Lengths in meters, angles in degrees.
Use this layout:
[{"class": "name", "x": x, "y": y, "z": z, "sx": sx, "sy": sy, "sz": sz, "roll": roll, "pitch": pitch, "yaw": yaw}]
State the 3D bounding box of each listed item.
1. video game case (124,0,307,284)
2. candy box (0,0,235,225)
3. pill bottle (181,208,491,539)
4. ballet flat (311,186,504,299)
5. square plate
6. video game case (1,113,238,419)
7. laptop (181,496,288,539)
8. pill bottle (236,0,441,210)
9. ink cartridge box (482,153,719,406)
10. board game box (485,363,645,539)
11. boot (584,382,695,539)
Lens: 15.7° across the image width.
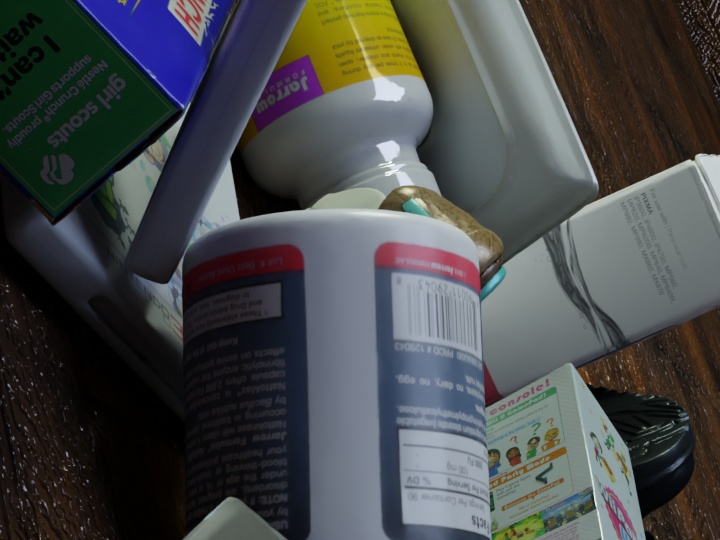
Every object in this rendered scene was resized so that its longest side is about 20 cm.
[{"class": "video game case", "x": -0.035, "y": -0.113, "z": 1.058, "sx": 0.024, "sy": 0.200, "sz": 0.182, "roll": 25, "pitch": 23, "yaw": -6}, {"class": "candy box", "x": -0.144, "y": -0.140, "z": 0.991, "sx": 0.200, "sy": 0.077, "sz": 0.169, "roll": 45, "pitch": 22, "yaw": -14}, {"class": "pill bottle", "x": -0.009, "y": 0.086, "z": 1.014, "sx": 0.120, "sy": 0.119, "sz": 0.200, "roll": 31, "pitch": 54, "yaw": -64}, {"class": "ballet flat", "x": 0.000, "y": 0.000, "z": 1.180, "sx": 0.072, "sy": 0.068, "sz": 0.200, "roll": 50, "pitch": -19, "yaw": -4}, {"class": "square plate", "x": 0.026, "y": -0.086, "z": 1.407, "sx": 0.028, "sy": 0.198, "sz": 0.200, "roll": -11, "pitch": 72, "yaw": -39}, {"class": "video game case", "x": -0.099, "y": -0.036, "z": 1.120, "sx": 0.182, "sy": 0.024, "sz": 0.200, "roll": 50, "pitch": 20, "yaw": -43}, {"class": "laptop", "x": -0.031, "y": 0.214, "z": 0.872, "sx": 0.187, "sy": 0.116, "sz": 0.200, "roll": -41, "pitch": 134, "yaw": -53}, {"class": "pill bottle", "x": -0.027, "y": -0.109, "z": 1.361, "sx": 0.200, "sy": 0.104, "sz": 0.104, "roll": 67, "pitch": 15, "yaw": 14}, {"class": "ink cartridge box", "x": 0.131, "y": 0.010, "z": 1.510, "sx": 0.085, "sy": 0.200, "sz": 0.146, "roll": 65, "pitch": 15, "yaw": 4}, {"class": "board game box", "x": 0.051, "y": 0.149, "z": 1.110, "sx": 0.064, "sy": 0.147, "sz": 0.200, "roll": 53, "pitch": 19, "yaw": -32}, {"class": "boot", "x": 0.150, "y": 0.155, "z": 1.439, "sx": 0.200, "sy": 0.076, "sz": 0.168, "roll": -164, "pitch": -126, "yaw": -73}]
